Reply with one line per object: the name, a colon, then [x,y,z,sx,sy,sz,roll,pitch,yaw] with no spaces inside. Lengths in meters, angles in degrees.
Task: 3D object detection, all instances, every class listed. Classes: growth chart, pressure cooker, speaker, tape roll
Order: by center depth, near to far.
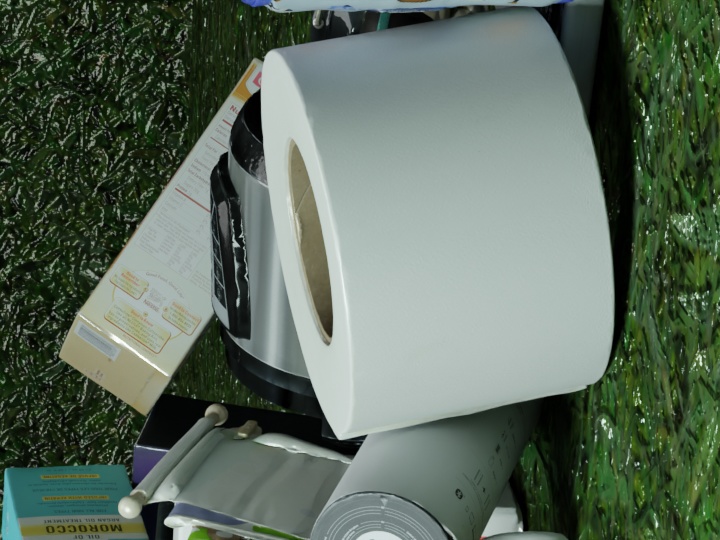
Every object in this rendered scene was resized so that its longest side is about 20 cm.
tape roll: [0.037,-0.027,1.453,0.203,0.138,0.204,169,90,-81]
speaker: [0.039,0.105,1.503,0.200,0.081,0.082,-57,-25,-60]
growth chart: [-0.035,0.135,1.581,0.145,0.199,0.018,-40,-39,-52]
pressure cooker: [0.003,0.001,1.669,0.178,0.175,0.201,28,126,37]

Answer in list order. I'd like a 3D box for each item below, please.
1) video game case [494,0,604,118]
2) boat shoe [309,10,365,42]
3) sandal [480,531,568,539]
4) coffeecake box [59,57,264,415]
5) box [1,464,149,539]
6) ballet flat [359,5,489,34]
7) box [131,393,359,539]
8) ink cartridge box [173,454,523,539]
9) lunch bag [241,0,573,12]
video game case: [0.106,-0.196,1.499,0.182,0.023,0.201,-104,18,-60]
boat shoe: [0.012,-0.236,1.840,0.076,0.060,0.201,20,-96,-67]
sandal: [0.067,0.209,1.551,0.207,0.079,0.059,109,160,-57]
coffeecake box: [-0.103,-0.019,1.804,0.200,0.073,0.154,-56,2,-16]
box: [-0.173,0.184,1.753,0.200,0.082,0.049,-122,33,-65]
ballet flat: [0.045,-0.137,1.612,0.200,0.068,0.069,-32,-56,-73]
box: [-0.047,0.172,1.859,0.079,0.199,0.142,-68,-16,-62]
ink cartridge box: [-0.012,0.189,1.667,0.083,0.199,0.147,-103,16,-70]
lunch bag: [0.018,-0.197,1.438,0.200,0.169,0.124,-101,12,-51]
